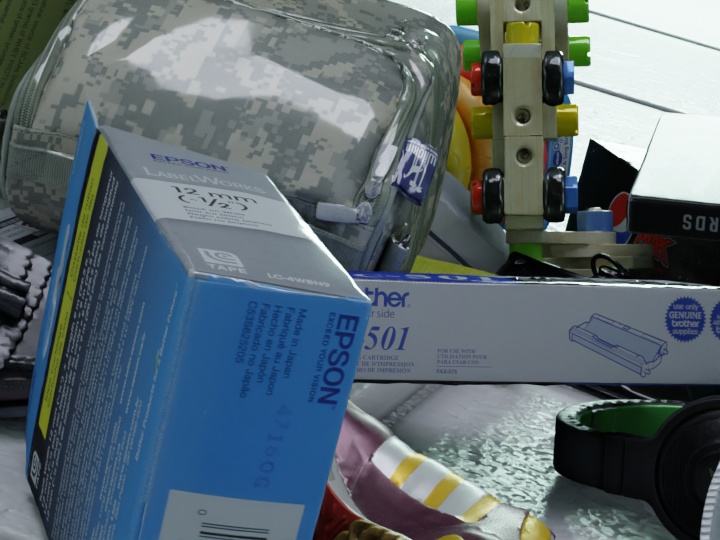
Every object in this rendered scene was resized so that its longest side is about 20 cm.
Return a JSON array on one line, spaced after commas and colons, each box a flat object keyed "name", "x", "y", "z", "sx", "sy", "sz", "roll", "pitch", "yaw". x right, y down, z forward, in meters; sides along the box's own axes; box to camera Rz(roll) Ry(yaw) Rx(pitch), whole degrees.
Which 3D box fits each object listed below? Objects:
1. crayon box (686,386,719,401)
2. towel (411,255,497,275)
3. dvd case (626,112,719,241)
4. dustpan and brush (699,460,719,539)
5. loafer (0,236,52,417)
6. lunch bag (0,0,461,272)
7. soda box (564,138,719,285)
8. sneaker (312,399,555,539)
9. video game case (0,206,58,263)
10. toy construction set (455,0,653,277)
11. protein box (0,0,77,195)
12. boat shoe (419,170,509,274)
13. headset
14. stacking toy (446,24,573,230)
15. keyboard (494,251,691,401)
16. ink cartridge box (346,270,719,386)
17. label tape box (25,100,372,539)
[{"name": "crayon box", "x": 0.264, "y": 0.029, "z": 1.090, "sx": 0.199, "sy": 0.051, "sz": 0.127, "roll": -5, "pitch": 27, "yaw": 40}, {"name": "towel", "x": 0.000, "y": 0.000, "z": 1.206, "sx": 0.199, "sy": 0.018, "sz": 0.086, "roll": 15, "pitch": 25, "yaw": 16}, {"name": "dvd case", "x": 0.229, "y": -0.050, "z": 1.303, "sx": 0.150, "sy": 0.025, "sz": 0.200, "roll": 5, "pitch": 17, "yaw": 11}, {"name": "dustpan and brush", "x": 0.185, "y": 0.075, "z": 0.922, "sx": 0.139, "sy": 0.057, "sz": 0.200, "roll": 0, "pitch": 37, "yaw": -9}, {"name": "loafer", "x": -0.191, "y": 0.005, "z": 0.946, "sx": 0.199, "sy": 0.063, "sz": 0.072, "roll": 13, "pitch": 50, "yaw": 10}, {"name": "lunch bag", "x": -0.057, "y": -0.057, "z": 1.118, "sx": 0.199, "sy": 0.140, "sz": 0.168, "roll": 16, "pitch": 26, "yaw": 8}, {"name": "soda box", "x": 0.190, "y": -0.013, "z": 1.357, "sx": 0.063, "sy": 0.071, "sz": 0.200, "roll": 8, "pitch": 17, "yaw": -24}, {"name": "sneaker", "x": 0.015, "y": 0.099, "z": 0.842, "sx": 0.090, "sy": 0.075, "sz": 0.200, "roll": 14, "pitch": 20, "yaw": -32}, {"name": "video game case", "x": -0.121, "y": 0.022, "z": 1.061, "sx": 0.181, "sy": 0.023, "sz": 0.200, "roll": 18, "pitch": 15, "yaw": 14}, {"name": "toy construction set", "x": 0.096, "y": -0.075, "z": 1.300, "sx": 0.092, "sy": 0.201, "sz": 0.131, "roll": -15, "pitch": -2, "yaw": 4}, {"name": "protein box", "x": -0.157, "y": -0.155, "z": 1.259, "sx": 0.199, "sy": 0.199, "sz": 0.135, "roll": 2, "pitch": 39, "yaw": -36}, {"name": "boat shoe", "x": -0.003, "y": -0.040, "z": 1.285, "sx": 0.200, "sy": 0.070, "sz": 0.071, "roll": 33, "pitch": 20, "yaw": -28}, {"name": "headset", "x": 0.174, "y": 0.096, "z": 1.013, "sx": 0.199, "sy": 0.094, "sz": 0.123, "roll": 7, "pitch": 8, "yaw": 41}, {"name": "stacking toy", "x": 0.019, "y": -0.065, "z": 1.369, "sx": 0.199, "sy": 0.117, "sz": 0.110, "roll": -16, "pitch": 29, "yaw": -40}, {"name": "keyboard", "x": 0.152, "y": 0.049, "z": 1.210, "sx": 0.199, "sy": 0.040, "sz": 0.104, "roll": 22, "pitch": 41, "yaw": 23}, {"name": "ink cartridge box", "x": 0.060, "y": 0.024, "z": 1.006, "sx": 0.199, "sy": 0.044, "sz": 0.094, "roll": 1, "pitch": 2, "yaw": -19}, {"name": "label tape box", "x": -0.066, "y": 0.038, "z": 0.826, "sx": 0.066, "sy": 0.144, "sz": 0.200, "roll": 8, "pitch": 17, "yaw": -18}]
